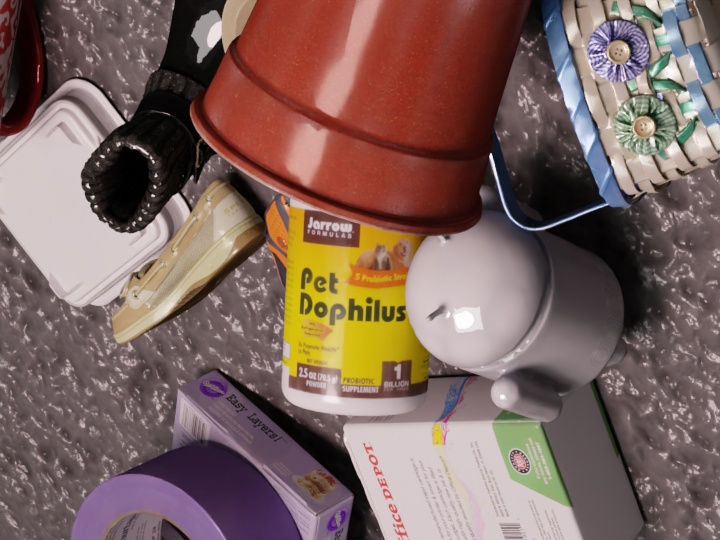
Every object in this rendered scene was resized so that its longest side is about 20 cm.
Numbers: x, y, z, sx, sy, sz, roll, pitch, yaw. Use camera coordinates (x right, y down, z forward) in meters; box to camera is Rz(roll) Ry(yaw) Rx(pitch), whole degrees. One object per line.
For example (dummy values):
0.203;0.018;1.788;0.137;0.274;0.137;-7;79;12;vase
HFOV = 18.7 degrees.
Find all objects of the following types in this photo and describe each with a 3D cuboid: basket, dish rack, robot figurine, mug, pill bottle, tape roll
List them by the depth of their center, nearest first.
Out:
0.158;-0.130;1.440;0.199;0.139;0.177;-15;104;36;basket
0.110;0.023;1.554;0.113;0.200;0.170;-26;61;33;robot figurine
0.000;0.000;1.596;0.109;0.109;0.201;7;98;36;pill bottle
-0.337;-0.193;1.789;0.133;0.178;0.201;14;97;6;mug
-0.147;0.256;1.861;0.199;0.085;0.201;12;111;33;tape roll
-0.249;-0.058;1.898;0.172;0.044;0.200;53;136;-3;dish rack

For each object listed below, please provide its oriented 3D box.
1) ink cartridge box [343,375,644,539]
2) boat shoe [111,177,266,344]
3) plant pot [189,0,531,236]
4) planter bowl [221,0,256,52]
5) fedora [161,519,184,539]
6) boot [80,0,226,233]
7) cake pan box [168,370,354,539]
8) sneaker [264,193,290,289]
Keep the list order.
0.104;0.163;1.731;0.199;0.084;0.145;-5;115;41;ink cartridge box
-0.154;-0.005;1.839;0.063;0.073;0.201;55;134;4;boat shoe
0.019;-0.155;1.367;0.200;0.201;0.196;30;113;20;plant pot
-0.015;-0.181;1.553;0.200;0.135;0.201;21;130;28;planter bowl
-0.211;0.301;2.036;0.177;0.090;0.200;56;156;-3;fedora
-0.139;-0.141;1.664;0.079;0.158;0.212;25;132;24;boot
-0.096;0.212;1.927;0.200;0.052;0.185;38;136;32;cake pan box
-0.007;-0.028;1.694;0.200;0.078;0.112;-11;112;43;sneaker
